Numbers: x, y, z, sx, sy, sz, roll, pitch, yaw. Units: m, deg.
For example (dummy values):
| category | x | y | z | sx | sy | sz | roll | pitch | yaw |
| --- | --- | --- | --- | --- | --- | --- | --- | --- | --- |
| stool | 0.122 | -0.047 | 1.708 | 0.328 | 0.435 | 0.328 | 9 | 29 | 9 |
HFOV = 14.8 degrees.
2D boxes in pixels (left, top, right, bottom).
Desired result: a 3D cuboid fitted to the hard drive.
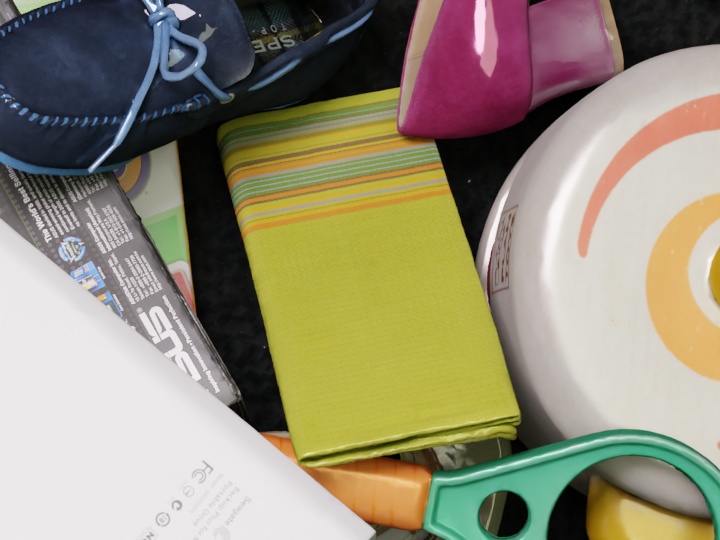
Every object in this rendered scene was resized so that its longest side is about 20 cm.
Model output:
| category | x | y | z | sx | sy | sz | roll | pitch | yaw |
| --- | --- | --- | --- | --- | --- | --- | --- | --- | --- |
| hard drive | -0.112 | 0.082 | 0.988 | 0.200 | 0.026 | 0.132 | 39 | 77 | 11 |

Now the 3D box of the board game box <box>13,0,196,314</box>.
| category | x | y | z | sx | sy | sz | roll | pitch | yaw |
| --- | --- | --- | --- | --- | --- | --- | --- | --- | --- |
| board game box | -0.119 | -0.029 | 1.117 | 0.095 | 0.030 | 0.201 | -6 | 84 | -7 |

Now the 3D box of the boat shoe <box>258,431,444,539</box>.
| category | x | y | z | sx | sy | sz | roll | pitch | yaw |
| --- | --- | --- | --- | --- | --- | --- | --- | --- | --- |
| boat shoe | -0.066 | 0.097 | 1.071 | 0.199 | 0.068 | 0.075 | -17 | 67 | 4 |

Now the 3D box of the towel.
| category | x | y | z | sx | sy | sz | roll | pitch | yaw |
| --- | --- | --- | --- | --- | --- | --- | --- | --- | --- |
| towel | 0.000 | 0.000 | 1.066 | 0.085 | 0.018 | 0.201 | -11 | 42 | -4 |

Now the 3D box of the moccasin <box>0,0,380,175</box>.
| category | x | y | z | sx | sy | sz | roll | pitch | yaw |
| --- | --- | --- | --- | --- | --- | --- | --- | --- | --- |
| moccasin | -0.071 | -0.094 | 1.056 | 0.200 | 0.068 | 0.081 | -26 | 79 | -48 |

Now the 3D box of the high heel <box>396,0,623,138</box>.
| category | x | y | z | sx | sy | sz | roll | pitch | yaw |
| --- | --- | --- | --- | --- | --- | --- | --- | --- | --- |
| high heel | 0.032 | -0.154 | 1.120 | 0.095 | 0.067 | 0.201 | -17 | 89 | -14 |

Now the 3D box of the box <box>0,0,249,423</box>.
| category | x | y | z | sx | sy | sz | roll | pitch | yaw |
| --- | --- | --- | --- | --- | --- | --- | --- | --- | --- |
| box | -0.172 | 0.019 | 1.048 | 0.192 | 0.048 | 0.201 | -30 | 72 | -6 |

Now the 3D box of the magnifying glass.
| category | x | y | z | sx | sy | sz | roll | pitch | yaw |
| --- | --- | --- | --- | --- | --- | --- | --- | --- | --- |
| magnifying glass | 0.045 | 0.088 | 1.015 | 0.199 | 0.022 | 0.080 | 11 | 96 | 2 |

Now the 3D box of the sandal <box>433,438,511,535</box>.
| category | x | y | z | sx | sy | sz | roll | pitch | yaw |
| --- | --- | --- | --- | --- | --- | --- | --- | --- | --- |
| sandal | 0.014 | 0.143 | 1.101 | 0.079 | 0.057 | 0.202 | 10 | 84 | -6 |

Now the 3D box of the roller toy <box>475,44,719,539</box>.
| category | x | y | z | sx | sy | sz | roll | pitch | yaw |
| --- | --- | --- | --- | --- | --- | --- | --- | --- | --- |
| roller toy | 0.138 | 0.009 | 1.086 | 0.200 | 0.140 | 0.183 | -36 | 90 | -8 |
